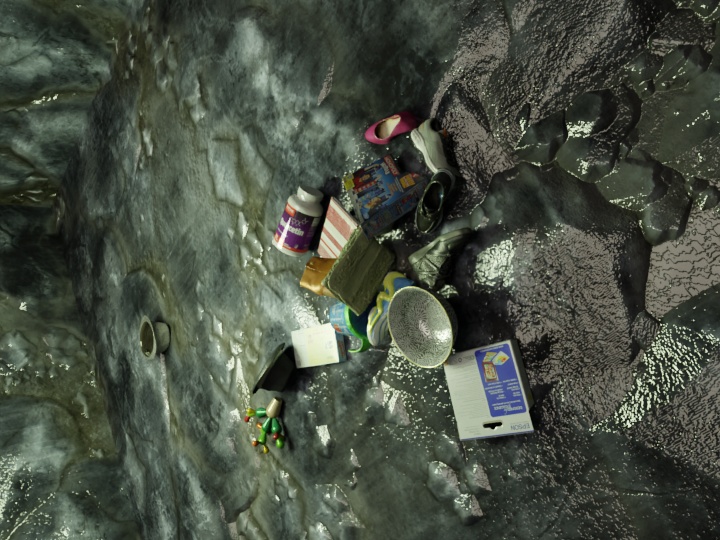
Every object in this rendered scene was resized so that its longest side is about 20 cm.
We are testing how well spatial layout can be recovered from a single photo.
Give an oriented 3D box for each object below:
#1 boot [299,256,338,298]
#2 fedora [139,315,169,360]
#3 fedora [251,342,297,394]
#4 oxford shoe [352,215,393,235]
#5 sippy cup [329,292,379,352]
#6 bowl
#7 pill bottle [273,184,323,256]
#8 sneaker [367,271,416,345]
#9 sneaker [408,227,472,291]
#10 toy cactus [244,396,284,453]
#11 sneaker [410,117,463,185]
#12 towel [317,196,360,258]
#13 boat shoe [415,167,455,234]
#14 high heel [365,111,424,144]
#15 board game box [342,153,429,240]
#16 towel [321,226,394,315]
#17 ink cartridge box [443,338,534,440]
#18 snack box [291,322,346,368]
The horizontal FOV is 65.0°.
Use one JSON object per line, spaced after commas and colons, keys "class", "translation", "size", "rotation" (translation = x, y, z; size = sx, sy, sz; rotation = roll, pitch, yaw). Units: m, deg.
{"class": "boot", "translation": [-0.067, -0.019, 1.534], "size": [0.143, 0.071, 0.202], "rotation": [22, 63, 28]}
{"class": "fedora", "translation": [-0.863, 0.282, 2.387], "size": [0.177, 0.090, 0.201], "rotation": [46, 126, 36]}
{"class": "fedora", "translation": [-0.260, 0.327, 1.780], "size": [0.091, 0.201, 0.201], "rotation": [32, 117, 3]}
{"class": "oxford shoe", "translation": [0.026, -0.122, 1.548], "size": [0.199, 0.057, 0.076], "rotation": [-3, 104, 59]}
{"class": "sippy cup", "translation": [-0.015, 0.123, 1.544], "size": [0.130, 0.140, 0.179], "rotation": [-13, 41, 53]}
{"class": "bowl", "translation": [0.169, 0.124, 1.368], "size": [0.200, 0.094, 0.203], "rotation": [20, 118, 42]}
{"class": "pill bottle", "translation": [-0.183, -0.151, 1.707], "size": [0.112, 0.112, 0.201], "rotation": [41, 118, 36]}
{"class": "sneaker", "translation": [0.087, 0.104, 1.454], "size": [0.104, 0.076, 0.202], "rotation": [13, 85, 36]}
{"class": "sneaker", "translation": [0.206, -0.023, 1.359], "size": [0.199, 0.076, 0.115], "rotation": [-36, 68, 42]}
{"class": "toy cactus", "translation": [-0.310, 0.493, 1.862], "size": [0.200, 0.102, 0.166], "rotation": [34, 104, 48]}
{"class": "sneaker", "translation": [0.194, -0.288, 1.370], "size": [0.079, 0.074, 0.201], "rotation": [-42, 62, 29]}
{"class": "towel", "translation": [-0.062, -0.090, 1.618], "size": [0.144, 0.023, 0.201], "rotation": [48, 137, 32]}
{"class": "boat shoe", "translation": [0.168, -0.157, 1.356], "size": [0.068, 0.057, 0.201], "rotation": [32, 139, 14]}
{"class": "high heel", "translation": [0.066, -0.373, 1.474], "size": [0.199, 0.095, 0.068], "rotation": [7, 96, 44]}
{"class": "board game box", "translation": [0.072, -0.204, 1.453], "size": [0.198, 0.062, 0.201], "rotation": [-25, 47, 6]}
{"class": "towel", "translation": [0.000, 0.000, 1.463], "size": [0.036, 0.148, 0.201], "rotation": [-7, 47, 60]}
{"class": "ink cartridge box", "translation": [0.293, 0.275, 1.297], "size": [0.197, 0.047, 0.202], "rotation": [-22, 77, 41]}
{"class": "snack box", "translation": [-0.128, 0.227, 1.709], "size": [0.199, 0.037, 0.117], "rotation": [-16, 79, 43]}
